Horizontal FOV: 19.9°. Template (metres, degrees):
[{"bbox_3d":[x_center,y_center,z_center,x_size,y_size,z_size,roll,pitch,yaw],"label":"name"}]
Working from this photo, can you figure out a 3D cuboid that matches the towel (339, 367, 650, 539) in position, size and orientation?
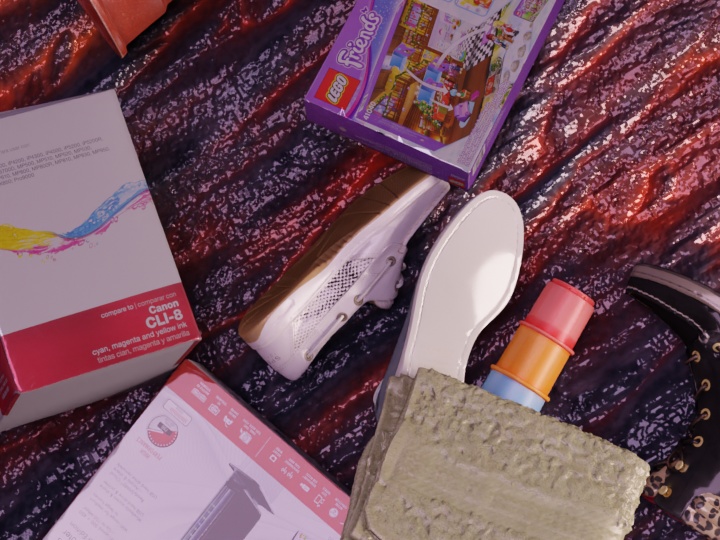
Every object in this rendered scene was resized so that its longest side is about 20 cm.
[{"bbox_3d":[0.094,0.161,1.442,0.199,0.037,0.149,19,68,3],"label":"towel"}]

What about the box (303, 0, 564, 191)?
[{"bbox_3d":[0.062,-0.175,1.532,0.136,0.039,0.201,25,72,11],"label":"box"}]

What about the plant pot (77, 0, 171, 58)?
[{"bbox_3d":[-0.155,-0.298,1.536,0.195,0.201,0.201,-35,79,-5],"label":"plant pot"}]

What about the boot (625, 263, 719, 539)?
[{"bbox_3d":[0.247,0.102,1.480,0.199,0.073,0.151,35,89,6],"label":"boot"}]

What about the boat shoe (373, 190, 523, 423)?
[{"bbox_3d":[0.059,0.034,1.516,0.072,0.062,0.201,21,89,-20],"label":"boat shoe"}]

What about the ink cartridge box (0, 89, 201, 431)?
[{"bbox_3d":[-0.226,-0.007,1.505,0.144,0.145,0.201,-17,80,-21],"label":"ink cartridge box"}]

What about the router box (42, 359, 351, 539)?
[{"bbox_3d":[-0.106,0.199,1.531,0.200,0.049,0.180,38,90,11],"label":"router box"}]

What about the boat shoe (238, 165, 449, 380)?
[{"bbox_3d":[0.000,0.000,1.536,0.200,0.071,0.069,-44,105,-6],"label":"boat shoe"}]

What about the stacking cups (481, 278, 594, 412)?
[{"bbox_3d":[0.108,0.101,1.504,0.060,0.061,0.201,31,88,11],"label":"stacking cups"}]
